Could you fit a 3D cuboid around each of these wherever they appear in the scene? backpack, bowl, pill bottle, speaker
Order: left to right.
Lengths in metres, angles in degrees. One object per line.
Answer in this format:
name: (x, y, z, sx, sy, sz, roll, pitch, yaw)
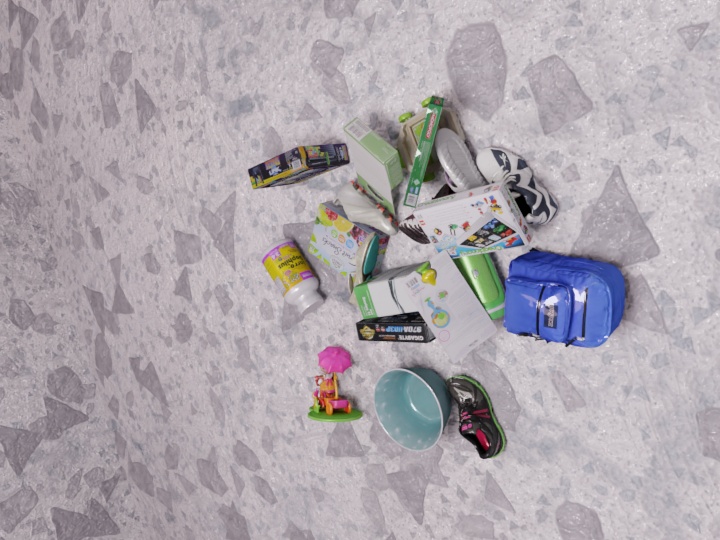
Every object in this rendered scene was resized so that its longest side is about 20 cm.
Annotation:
pill bottle: (-0.182, 0.019, 1.569, 0.201, 0.104, 0.104, 56, 130, 14)
bowl: (0.138, 0.314, 1.372, 0.199, 0.105, 0.203, 11, 108, 38)
speaker: (0.242, 0.006, 1.214, 0.088, 0.088, 0.202, -26, 85, 41)
backpack: (0.373, 0.065, 1.066, 0.199, 0.167, 0.164, 10, 114, 34)

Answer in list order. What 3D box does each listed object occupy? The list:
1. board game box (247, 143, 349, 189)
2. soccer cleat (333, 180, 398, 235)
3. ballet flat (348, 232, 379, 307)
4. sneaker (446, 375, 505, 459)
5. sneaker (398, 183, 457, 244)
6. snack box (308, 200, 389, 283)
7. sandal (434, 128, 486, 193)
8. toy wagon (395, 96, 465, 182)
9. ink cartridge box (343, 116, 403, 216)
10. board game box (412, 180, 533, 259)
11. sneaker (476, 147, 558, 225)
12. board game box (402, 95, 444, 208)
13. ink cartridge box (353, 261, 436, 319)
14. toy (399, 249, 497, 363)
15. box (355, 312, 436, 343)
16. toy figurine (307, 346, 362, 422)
board game box: (-0.153, -0.259, 1.429, 0.199, 0.165, 0.057, -12, 96, 42)
soccer cleat: (0.014, -0.135, 1.378, 0.078, 0.069, 0.200, -50, 60, 9)
ballet flat: (0.000, 0.000, 1.369, 0.062, 0.067, 0.202, 18, 117, 23)
sneaker: (0.253, 0.327, 1.290, 0.077, 0.083, 0.201, -40, 75, 39)
sneaker: (0.163, -0.127, 1.264, 0.075, 0.116, 0.200, 37, 166, -15)
snack box: (-0.033, -0.067, 1.452, 0.199, 0.053, 0.143, 33, 123, 28)
sandal: (0.203, -0.193, 1.181, 0.050, 0.082, 0.204, -26, 97, 53)
toy wagon: (0.133, -0.275, 1.264, 0.199, 0.039, 0.157, -23, 86, 43)
ink cartridge box: (0.037, -0.231, 1.306, 0.146, 0.048, 0.200, 46, 170, 29)
board game box: (0.209, -0.089, 1.095, 0.199, 0.035, 0.127, -9, 125, 44)
sneaker: (0.279, -0.161, 1.107, 0.080, 0.129, 0.200, -46, 72, 36)
board game box: (0.128, -0.242, 1.164, 0.029, 0.135, 0.202, 15, 115, 4)
ink cartridge box: (0.108, 0.039, 1.296, 0.199, 0.146, 0.084, -13, 98, 42)
toy: (0.175, 0.071, 1.171, 0.201, 0.115, 0.047, 56, 175, -9)
box: (0.112, 0.115, 1.305, 0.199, 0.158, 0.046, -5, 102, 41)
toy figurine: (-0.078, 0.297, 1.565, 0.200, 0.149, 0.186, 175, 95, -65)
